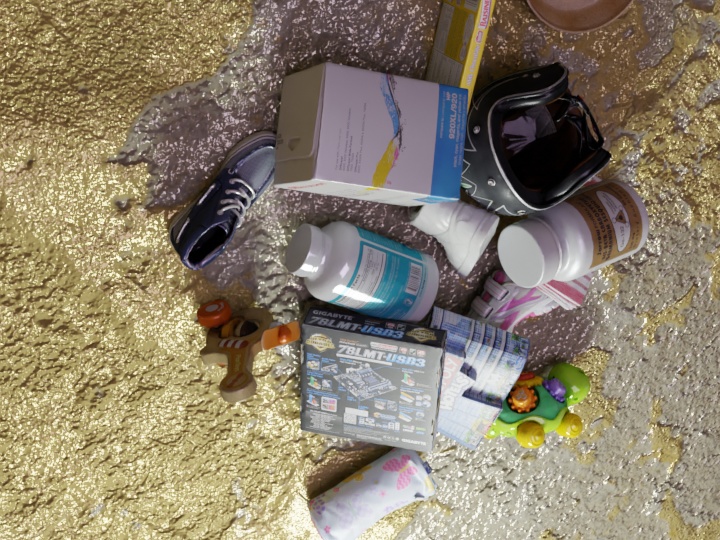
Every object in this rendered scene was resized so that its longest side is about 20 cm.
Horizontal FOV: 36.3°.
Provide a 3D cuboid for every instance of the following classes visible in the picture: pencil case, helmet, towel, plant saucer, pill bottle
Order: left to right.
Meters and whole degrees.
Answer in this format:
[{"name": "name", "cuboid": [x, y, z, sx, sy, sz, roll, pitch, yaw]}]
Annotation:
[{"name": "pill bottle", "cuboid": [0.000, 0.000, 1.497, 0.199, 0.111, 0.111, 20, 105, -28]}, {"name": "pencil case", "cuboid": [0.017, 0.347, 1.682, 0.200, 0.083, 0.091, -30, 99, -6]}, {"name": "helmet", "cuboid": [0.212, -0.167, 1.452, 0.190, 0.200, 0.200, -30, 122, 7]}, {"name": "towel", "cuboid": [0.296, -0.059, 1.604, 0.146, 0.030, 0.201, 30, 75, -31]}, {"name": "pill bottle", "cuboid": [0.292, -0.048, 1.515, 0.200, 0.114, 0.115, -20, 121, -31]}, {"name": "plant saucer", "cuboid": [0.293, -0.419, 1.461, 0.199, 0.035, 0.201, -9, 116, -18]}]

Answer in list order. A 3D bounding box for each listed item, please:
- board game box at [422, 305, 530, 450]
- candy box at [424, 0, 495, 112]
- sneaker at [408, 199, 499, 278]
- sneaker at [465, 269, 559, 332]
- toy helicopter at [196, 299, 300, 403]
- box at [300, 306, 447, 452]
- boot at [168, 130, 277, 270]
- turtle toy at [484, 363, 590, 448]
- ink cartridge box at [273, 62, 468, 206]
[{"name": "board game box", "cuboid": [0.113, 0.152, 1.587, 0.199, 0.062, 0.200, 18, 131, -7]}, {"name": "candy box", "cuboid": [0.131, -0.310, 1.408, 0.026, 0.102, 0.201, 4, 112, -22]}, {"name": "sneaker", "cuboid": [0.124, -0.059, 1.524, 0.115, 0.200, 0.074, 30, 74, 8]}, {"name": "sneaker", "cuboid": [0.203, 0.046, 1.624, 0.200, 0.081, 0.088, -34, 121, -13]}, {"name": "toy helicopter", "cuboid": [-0.146, 0.107, 1.436, 0.132, 0.200, 0.079, -11, 119, 3]}, {"name": "box", "cuboid": [0.015, 0.155, 1.539, 0.199, 0.050, 0.199, 8, 125, 9]}, {"name": "boot", "cuboid": [-0.161, -0.086, 1.403, 0.073, 0.090, 0.200, 38, 96, -31]}, {"name": "turtle toy", "cuboid": [0.273, 0.204, 1.698, 0.199, 0.146, 0.102, -9, 95, -30]}, {"name": "ink cartridge box", "cuboid": [0.010, -0.166, 1.379, 0.199, 0.147, 0.145, 6, 88, -25]}]
